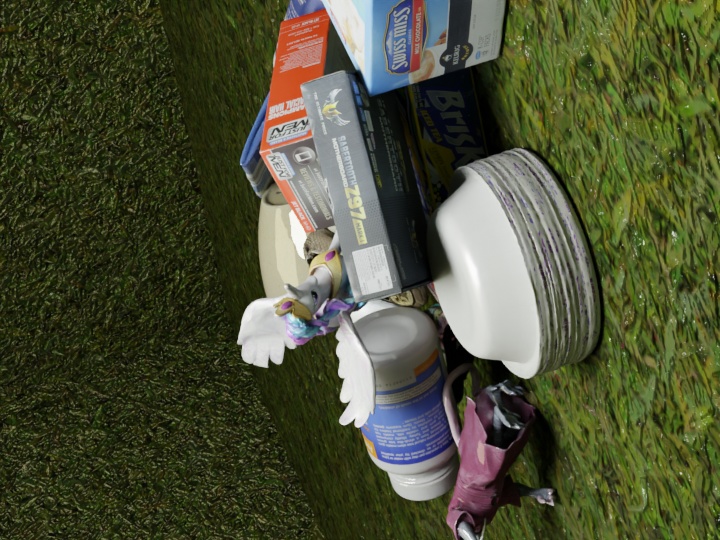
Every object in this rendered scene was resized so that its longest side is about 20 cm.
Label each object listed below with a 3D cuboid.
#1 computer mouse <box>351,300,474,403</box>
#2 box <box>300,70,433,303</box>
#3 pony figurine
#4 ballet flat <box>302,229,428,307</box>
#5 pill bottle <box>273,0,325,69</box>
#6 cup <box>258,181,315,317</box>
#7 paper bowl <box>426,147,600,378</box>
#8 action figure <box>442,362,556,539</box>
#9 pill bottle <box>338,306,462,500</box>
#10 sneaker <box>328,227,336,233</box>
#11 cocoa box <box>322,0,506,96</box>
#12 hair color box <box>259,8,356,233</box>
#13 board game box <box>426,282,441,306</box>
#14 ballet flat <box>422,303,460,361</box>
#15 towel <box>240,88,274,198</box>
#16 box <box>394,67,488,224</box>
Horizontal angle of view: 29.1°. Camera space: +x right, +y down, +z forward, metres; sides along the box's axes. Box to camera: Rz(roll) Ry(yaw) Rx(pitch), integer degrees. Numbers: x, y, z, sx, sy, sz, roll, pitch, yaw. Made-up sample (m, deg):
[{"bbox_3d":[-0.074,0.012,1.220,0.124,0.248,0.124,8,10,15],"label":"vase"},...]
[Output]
[{"bbox_3d":[0.039,0.072,1.586,0.199,0.044,0.111,29,130,20],"label":"computer mouse"},{"bbox_3d":[0.013,-0.078,1.277,0.158,0.050,0.203,-13,-91,-74],"label":"box"},{"bbox_3d":[-0.032,0.032,1.389,0.165,0.200,0.195,22,139,18],"label":"pony figurine"},{"bbox_3d":[0.000,0.000,1.548,0.199,0.046,0.068,28,139,44],"label":"ballet flat"},{"bbox_3d":[-0.031,-0.244,1.480,0.112,0.110,0.201,63,147,35],"label":"pill bottle"},{"bbox_3d":[-0.048,-0.047,1.710,0.144,0.199,0.200,64,172,-25],"label":"cup"},{"bbox_3d":[0.128,-0.001,1.256,0.201,0.103,0.203,163,90,-78],"label":"paper bowl"},{"bbox_3d":[0.121,0.224,1.471,0.148,0.133,0.202,29,119,30],"label":"action figure"},{"bbox_3d":[0.050,0.151,1.520,0.112,0.111,0.202,-127,18,-57],"label":"pill bottle"},{"bbox_3d":[-0.014,-0.094,1.486,0.199,0.092,0.071,151,129,-63],"label":"sneaker"},{"bbox_3d":[0.030,-0.281,1.219,0.134,0.130,0.202,91,158,-58],"label":"cocoa box"},{"bbox_3d":[-0.040,-0.149,1.353,0.202,0.063,0.111,-86,-25,-45],"label":"hair color box"},{"bbox_3d":[0.070,-0.003,1.463,0.104,0.019,0.200,57,180,-24],"label":"board game box"},{"bbox_3d":[0.083,0.084,1.654,0.069,0.071,0.200,38,171,-6],"label":"ballet flat"},{"bbox_3d":[-0.102,-0.169,1.657,0.200,0.024,0.148,71,-137,-82],"label":"towel"},{"bbox_3d":[0.085,-0.116,1.363,0.064,0.069,0.202,-133,27,-66],"label":"box"}]
